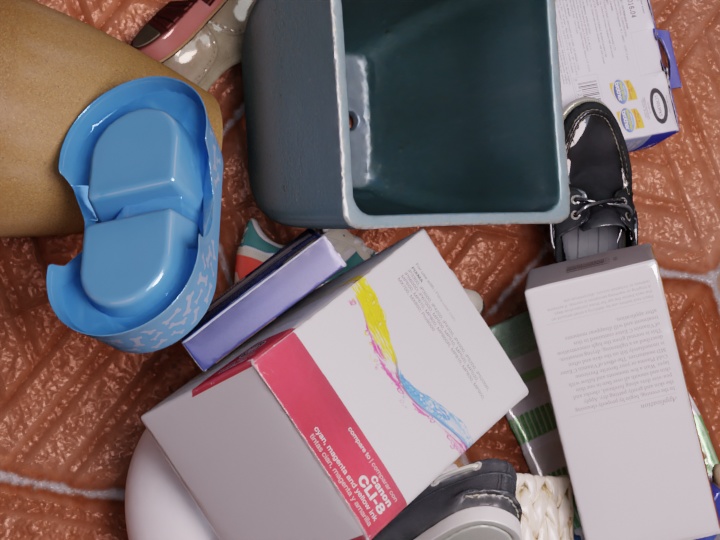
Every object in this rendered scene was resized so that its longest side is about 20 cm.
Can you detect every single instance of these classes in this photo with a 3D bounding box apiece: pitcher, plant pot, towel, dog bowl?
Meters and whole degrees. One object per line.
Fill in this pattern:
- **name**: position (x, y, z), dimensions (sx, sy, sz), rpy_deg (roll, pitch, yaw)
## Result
- **pitcher**: position (-0.086, 0.205, 1.503), dimensions (0.171, 0.121, 0.201), rpy_deg (0, 89, -8)
- **plant pot**: position (0.011, -0.123, 1.518), dimensions (0.196, 0.200, 0.196), rpy_deg (-2, 88, -34)
- **towel**: position (0.195, 0.114, 1.630), dimensions (0.152, 0.023, 0.200), rpy_deg (-22, 87, -14)
- **dog bowl**: position (-0.145, -0.034, 1.377), dimensions (0.111, 0.050, 0.200), rpy_deg (-11, 56, 19)
- **plant pot**: position (-0.208, -0.103, 1.503), dimensions (0.199, 0.186, 0.187), rpy_deg (9, 79, -25)

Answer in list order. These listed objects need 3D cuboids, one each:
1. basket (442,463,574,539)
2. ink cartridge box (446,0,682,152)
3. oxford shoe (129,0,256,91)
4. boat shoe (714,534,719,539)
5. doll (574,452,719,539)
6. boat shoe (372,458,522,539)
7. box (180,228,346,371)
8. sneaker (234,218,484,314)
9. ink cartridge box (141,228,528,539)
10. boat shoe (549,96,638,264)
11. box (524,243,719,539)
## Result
- **basket**: position (0.086, 0.243, 1.529), dimensions (0.123, 0.136, 0.201), rpy_deg (0, 82, -15)
- **ink cartridge box**: position (0.166, -0.155, 1.637), dimensions (0.199, 0.076, 0.137), rpy_deg (-12, 85, -13)
- **oxford shoe**: position (-0.087, -0.206, 1.602), dimensions (0.200, 0.070, 0.075), rpy_deg (-41, 114, -13)
- **boat shoe**: position (0.310, 0.240, 1.616), dimensions (0.066, 0.072, 0.200), rpy_deg (39, 68, -26)
- **doll**: position (0.206, 0.222, 1.582), dimensions (0.136, 0.048, 0.200), rpy_deg (37, 81, -1)
- **boat shoe**: position (0.036, 0.192, 1.427), dimensions (0.076, 0.200, 0.060), rpy_deg (39, 40, -31)
- **box**: position (-0.069, 0.019, 1.437), dimensions (0.121, 0.200, 0.032), rpy_deg (-37, 93, -1)
- **sneaker**: position (-0.001, 0.000, 1.577), dimensions (0.199, 0.070, 0.094), rpy_deg (2, 87, -10)
- **ink cartridge box**: position (-0.014, 0.093, 1.426), dimensions (0.200, 0.145, 0.145), rpy_deg (-38, 96, -42)
- **boat shoe**: position (0.180, -0.030, 1.575), dimensions (0.074, 0.066, 0.200), rpy_deg (2, 101, -15)
- **box**: position (0.189, 0.092, 1.497), dimensions (0.097, 0.124, 0.201), rpy_deg (-13, 96, 7)
